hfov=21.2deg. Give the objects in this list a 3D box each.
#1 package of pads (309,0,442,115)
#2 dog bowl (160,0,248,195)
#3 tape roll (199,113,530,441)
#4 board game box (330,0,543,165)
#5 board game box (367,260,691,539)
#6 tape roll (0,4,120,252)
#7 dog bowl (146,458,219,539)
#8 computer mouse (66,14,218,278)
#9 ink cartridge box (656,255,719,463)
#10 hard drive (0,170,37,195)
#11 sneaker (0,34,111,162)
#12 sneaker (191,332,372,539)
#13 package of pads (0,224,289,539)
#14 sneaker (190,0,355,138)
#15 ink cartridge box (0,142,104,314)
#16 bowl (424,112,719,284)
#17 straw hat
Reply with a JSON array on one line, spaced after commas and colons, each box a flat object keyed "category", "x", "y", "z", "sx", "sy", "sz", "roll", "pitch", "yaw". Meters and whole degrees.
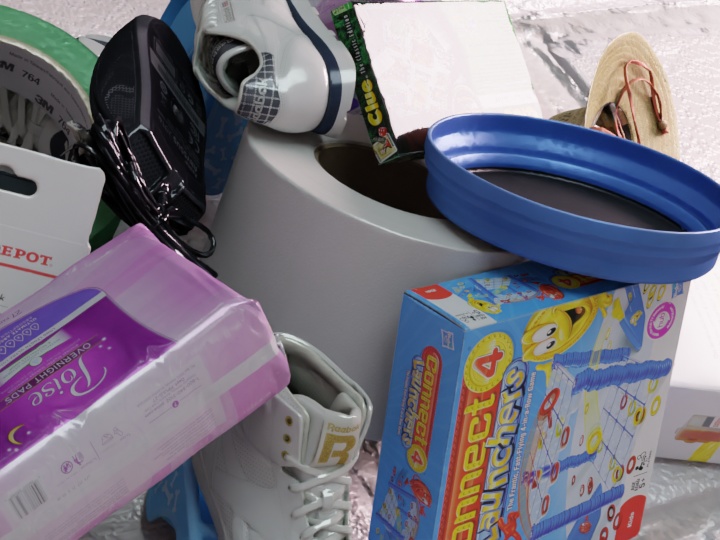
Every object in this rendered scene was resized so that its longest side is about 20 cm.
[{"category": "package of pads", "x": 0.025, "y": -0.130, "z": 1.372, "sx": 0.200, "sy": 0.120, "sz": 0.076, "roll": 50, "pitch": 30, "yaw": -26}, {"category": "dog bowl", "x": -0.110, "y": -0.134, "z": 1.381, "sx": 0.049, "sy": 0.111, "sz": 0.200, "roll": 25, "pitch": 38, "yaw": -26}, {"category": "tape roll", "x": 0.000, "y": 0.000, "z": 1.229, "sx": 0.202, "sy": 0.139, "sz": 0.203, "roll": 18, "pitch": 21, "yaw": -7}, {"category": "board game box", "x": 0.057, "y": -0.129, "z": 1.284, "sx": 0.200, "sy": 0.023, "sz": 0.105, "roll": -11, "pitch": 81, "yaw": -56}, {"category": "board game box", "x": 0.103, "y": 0.094, "z": 1.181, "sx": 0.195, "sy": 0.201, "sz": 0.056, "roll": -14, "pitch": 32, "yaw": -38}, {"category": "tape roll", "x": -0.241, "y": -0.077, "z": 1.204, "sx": 0.200, "sy": 0.048, "sz": 0.201, "roll": 11, "pitch": 56, "yaw": -16}, {"category": "dog bowl", "x": -0.063, "y": 0.168, "z": 1.117, "sx": 0.111, "sy": 0.050, "sz": 0.200, "roll": 11, "pitch": 42, "yaw": -19}, {"category": "computer mouse", "x": -0.135, "y": -0.079, "z": 1.156, "sx": 0.139, "sy": 0.053, "sz": 0.200, "roll": 57, "pitch": 18, "yaw": -35}, {"category": "ink cartridge box", "x": 0.254, "y": 0.061, "z": 1.393, "sx": 0.199, "sy": 0.084, "sz": 0.145, "roll": 8, "pitch": 43, "yaw": -22}, {"category": "hard drive", "x": -0.231, "y": 0.016, "z": 1.208, "sx": 0.139, "sy": 0.033, "sz": 0.200, "roll": 15, "pitch": 41, "yaw": -15}, {"category": "sneaker", "x": -0.221, "y": -0.104, "z": 1.302, "sx": 0.199, "sy": 0.080, "sz": 0.130, "roll": 6, "pitch": 35, "yaw": -39}, {"category": "sneaker", "x": -0.028, "y": 0.129, "z": 1.040, "sx": 0.074, "sy": 0.116, "sz": 0.200, "roll": -4, "pitch": 51, "yaw": -35}, {"category": "package of pads", "x": -0.149, "y": 0.068, "z": 0.994, "sx": 0.200, "sy": 0.076, "sz": 0.120, "roll": -36, "pitch": 40, "yaw": -22}, {"category": "sneaker", "x": -0.076, "y": -0.150, "z": 1.239, "sx": 0.080, "sy": 0.077, "sz": 0.200, "roll": -4, "pitch": 28, "yaw": -27}, {"category": "ink cartridge box", "x": -0.223, "y": 0.019, "z": 1.077, "sx": 0.117, "sy": 0.201, "sz": 0.067, "roll": 15, "pitch": 10, "yaw": -16}, {"category": "bowl", "x": 0.134, "y": -0.046, "z": 1.192, "sx": 0.200, "sy": 0.039, "sz": 0.201, "roll": 12, "pitch": 20, "yaw": -5}, {"category": "straw hat", "x": 0.177, "y": -0.083, "z": 1.497, "sx": 0.085, "sy": 0.202, "sz": 0.201, "roll": -2, "pitch": 28, "yaw": 31}]
